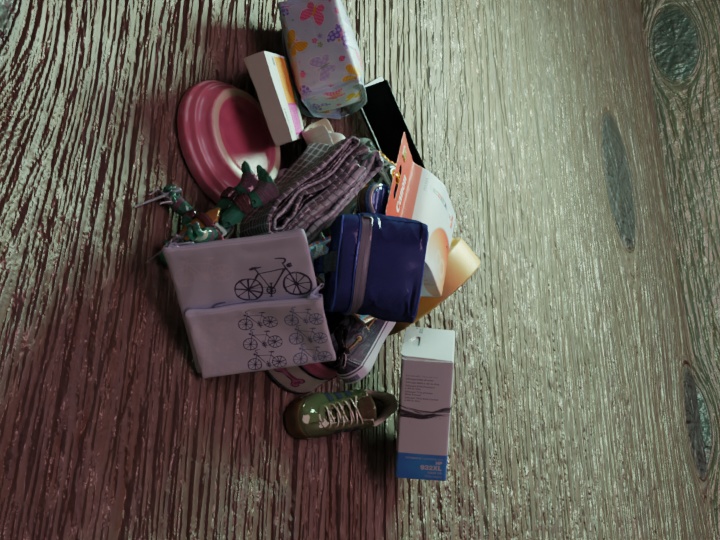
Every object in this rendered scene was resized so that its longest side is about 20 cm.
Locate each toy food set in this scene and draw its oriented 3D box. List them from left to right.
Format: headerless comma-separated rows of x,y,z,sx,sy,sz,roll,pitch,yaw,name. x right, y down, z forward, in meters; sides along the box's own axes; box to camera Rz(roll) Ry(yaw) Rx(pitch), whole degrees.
-0.037,-0.174,1.652,0.200,0.060,0.144,-86,153,-78,toy food set

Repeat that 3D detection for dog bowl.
-0.078,0.077,1.512,0.200,0.074,0.201,30,51,-47,dog bowl

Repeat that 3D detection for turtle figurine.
-0.208,-0.067,1.343,0.200,0.150,0.101,-36,133,-17,turtle figurine

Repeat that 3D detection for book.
-0.124,-0.259,1.549,0.200,0.048,0.134,-75,147,-82,book

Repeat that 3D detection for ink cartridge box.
0.093,-0.083,1.522,0.200,0.050,0.163,69,28,-50,ink cartridge box
0.102,0.207,1.609,0.145,0.083,0.201,-70,163,-73,ink cartridge box

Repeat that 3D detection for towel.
-0.076,-0.106,1.446,0.086,0.165,0.200,46,73,-12,towel

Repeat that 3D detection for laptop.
0.079,-0.268,1.882,0.200,0.115,0.188,-42,111,-56,laptop

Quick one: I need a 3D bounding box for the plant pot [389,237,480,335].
0.066,-0.025,1.694,0.184,0.200,0.200,52,34,-4,plant pot

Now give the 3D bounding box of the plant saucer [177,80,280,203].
-0.183,-0.188,1.500,0.200,0.051,0.202,30,51,-47,plant saucer

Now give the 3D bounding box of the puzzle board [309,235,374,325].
0.000,0.000,1.525,0.151,0.017,0.200,42,30,13,puzzle board

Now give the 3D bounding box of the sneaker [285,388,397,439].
-0.020,0.207,1.522,0.200,0.090,0.068,4,73,-56,sneaker

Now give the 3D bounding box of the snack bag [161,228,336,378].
-0.137,0.042,1.282,0.021,0.187,0.201,-87,169,-60,snack bag

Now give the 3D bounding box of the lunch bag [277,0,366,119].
-0.062,-0.349,1.694,0.200,0.126,0.171,17,58,-84,lunch bag

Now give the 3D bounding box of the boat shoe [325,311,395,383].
-0.001,0.065,1.499,0.091,0.071,0.201,56,36,-26,boat shoe

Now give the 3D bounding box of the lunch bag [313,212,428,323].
0.006,-0.006,1.359,0.200,0.132,0.137,164,-65,-83,lunch bag

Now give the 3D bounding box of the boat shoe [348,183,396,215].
0.020,-0.069,1.504,0.200,0.072,0.073,55,44,-63,boat shoe

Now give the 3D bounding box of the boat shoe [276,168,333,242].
-0.066,-0.076,1.610,0.201,0.067,0.074,63,33,-15,boat shoe

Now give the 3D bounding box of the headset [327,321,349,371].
-0.112,0.081,1.366,0.199,0.124,0.095,8,68,-16,headset

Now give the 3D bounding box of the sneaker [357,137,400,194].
0.028,-0.151,1.636,0.200,0.077,0.079,-102,177,-50,sneaker
